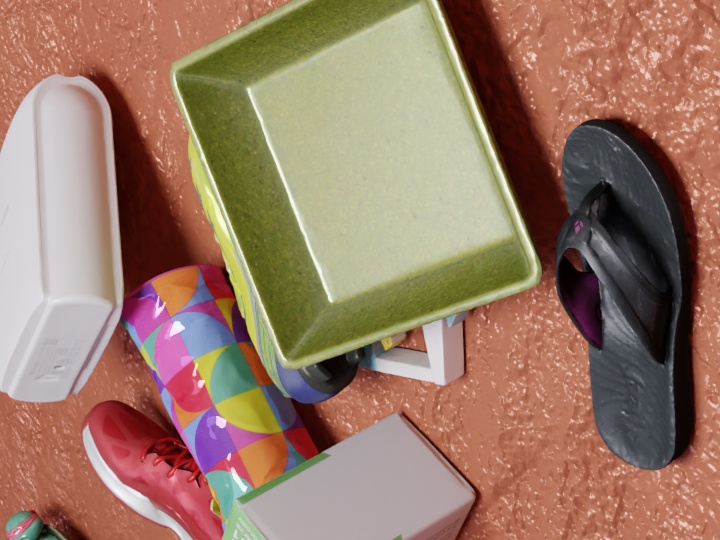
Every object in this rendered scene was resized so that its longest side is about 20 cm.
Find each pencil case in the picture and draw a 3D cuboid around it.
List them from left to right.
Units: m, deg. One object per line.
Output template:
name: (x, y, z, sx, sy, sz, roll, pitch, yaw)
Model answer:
pencil case: (-0.094, 0.095, 1.215, 0.088, 0.088, 0.200, -46, 65, 51)

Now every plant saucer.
plant saucer: (0.003, -0.064, 1.028, 0.199, 0.048, 0.201, -21, 92, 37)

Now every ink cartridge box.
ink cartridge box: (-0.026, 0.208, 1.163, 0.084, 0.145, 0.200, 45, 139, 24)

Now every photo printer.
photo printer: (-0.221, -0.029, 1.270, 0.166, 0.069, 0.201, 127, 141, -55)

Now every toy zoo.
toy zoo: (0.000, 0.000, 1.120, 0.200, 0.020, 0.132, 8, 115, 47)

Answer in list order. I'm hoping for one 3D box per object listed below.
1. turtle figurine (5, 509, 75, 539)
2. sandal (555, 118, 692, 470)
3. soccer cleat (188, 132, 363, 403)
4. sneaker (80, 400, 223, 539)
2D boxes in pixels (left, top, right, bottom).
turtle figurine: (-0.266, 0.279, 1.525, 0.200, 0.101, 0.150, 53, 158, -10)
sandal: (0.139, 0.020, 0.945, 0.075, 0.048, 0.201, 10, 118, 47)
soccer cleat: (-0.067, -0.007, 1.126, 0.084, 0.065, 0.201, -23, 92, 55)
sneaker: (-0.115, 0.145, 1.308, 0.200, 0.078, 0.116, 41, 129, 11)
